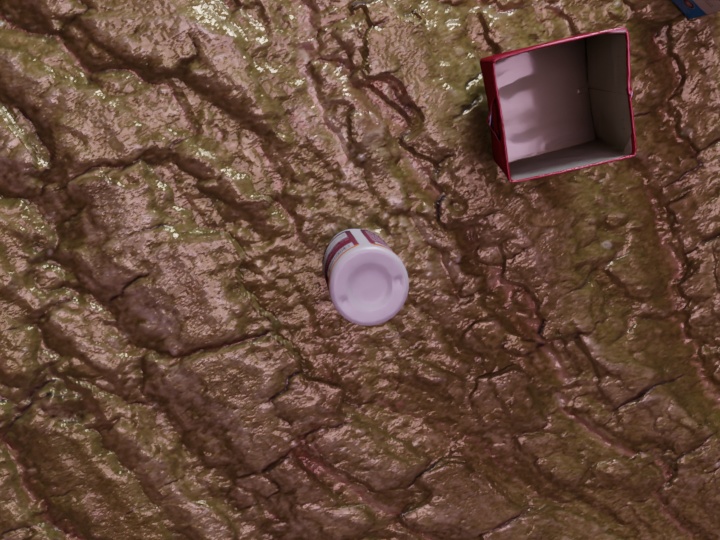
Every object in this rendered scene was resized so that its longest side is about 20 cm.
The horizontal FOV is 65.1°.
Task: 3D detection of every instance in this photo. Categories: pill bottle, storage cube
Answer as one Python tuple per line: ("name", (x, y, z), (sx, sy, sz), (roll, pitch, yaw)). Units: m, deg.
("pill bottle", (0.000, 0.000, 0.862), (0.113, 0.200, 0.115), (-2, 104, -7))
("storage cube", (0.279, -0.247, 0.833), (0.198, 0.180, 0.172), (-11, 109, 10))

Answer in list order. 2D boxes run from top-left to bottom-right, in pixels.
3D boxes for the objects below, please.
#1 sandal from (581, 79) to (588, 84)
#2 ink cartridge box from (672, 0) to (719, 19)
("sandal", (0.346, -0.288, 0.925), (0.198, 0.043, 0.077), (16, 101, -11))
("ink cartridge box", (0.531, -0.468, 0.828), (0.146, 0.200, 0.085), (37, 96, -15))
